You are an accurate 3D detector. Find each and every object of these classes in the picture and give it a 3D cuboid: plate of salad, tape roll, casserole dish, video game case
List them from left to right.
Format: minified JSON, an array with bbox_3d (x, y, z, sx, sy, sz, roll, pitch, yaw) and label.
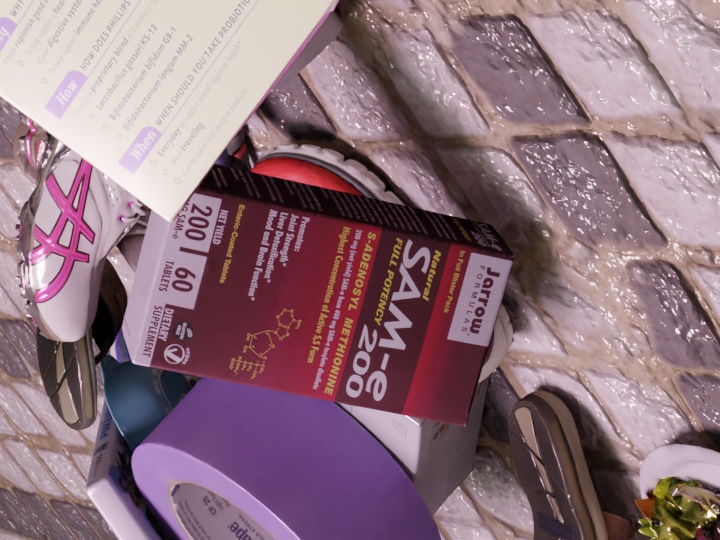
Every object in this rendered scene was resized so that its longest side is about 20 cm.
[{"bbox_3d":[-0.125,0.189,1.793,0.201,0.022,0.183,58,-170,-18],"label":"video game case"},{"bbox_3d":[-0.116,0.139,1.798,0.201,0.039,0.121,59,-172,-7],"label":"casserole dish"},{"bbox_3d":[-0.048,0.157,1.662,0.199,0.085,0.200,35,156,18],"label":"tape roll"},{"bbox_3d":[0.234,0.182,1.480,0.200,0.048,0.201,38,155,21],"label":"plate of salad"}]

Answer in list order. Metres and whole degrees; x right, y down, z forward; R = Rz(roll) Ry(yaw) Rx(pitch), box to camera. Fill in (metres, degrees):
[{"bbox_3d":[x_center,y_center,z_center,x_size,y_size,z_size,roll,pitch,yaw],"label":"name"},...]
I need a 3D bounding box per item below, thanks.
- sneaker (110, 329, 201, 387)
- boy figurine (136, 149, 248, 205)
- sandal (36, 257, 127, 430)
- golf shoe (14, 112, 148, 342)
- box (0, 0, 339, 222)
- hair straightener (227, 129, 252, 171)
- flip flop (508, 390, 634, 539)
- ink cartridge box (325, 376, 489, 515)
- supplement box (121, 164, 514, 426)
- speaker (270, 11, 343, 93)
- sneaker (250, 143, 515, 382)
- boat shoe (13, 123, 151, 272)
[{"bbox_3d":[-0.099,0.080,1.880,0.200,0.080,0.147,50,144,18],"label":"sneaker"},{"bbox_3d":[-0.129,-0.132,1.532,0.124,0.064,0.201,19,140,45],"label":"boy figurine"},{"bbox_3d":[-0.195,0.014,1.847,0.080,0.057,0.203,-10,78,62],"label":"sandal"},{"bbox_3d":[-0.178,-0.041,1.687,0.091,0.073,0.201,10,115,10],"label":"golf shoe"},{"bbox_3d":[-0.119,-0.161,1.321,0.199,0.097,0.176,36,124,-5],"label":"box"},{"bbox_3d":[-0.098,-0.039,1.676,0.076,0.041,0.201,9,140,26],"label":"hair straightener"},{"bbox_3d":[0.142,0.160,1.606,0.081,0.057,0.201,22,132,54],"label":"flip flop"},{"bbox_3d":[-0.010,0.066,1.661,0.175,0.084,0.200,36,155,15],"label":"ink cartridge box"},{"bbox_3d":[-0.024,0.013,1.436,0.198,0.110,0.061,11,-164,-15],"label":"supplement box"},{"bbox_3d":[-0.098,-0.187,1.404,0.200,0.081,0.081,52,157,-13],"label":"speaker"},{"bbox_3d":[0.000,0.000,1.538,0.200,0.085,0.077,39,156,17],"label":"sneaker"},{"bbox_3d":[-0.149,-0.046,1.763,0.200,0.072,0.068,40,-168,-5],"label":"boat shoe"}]
